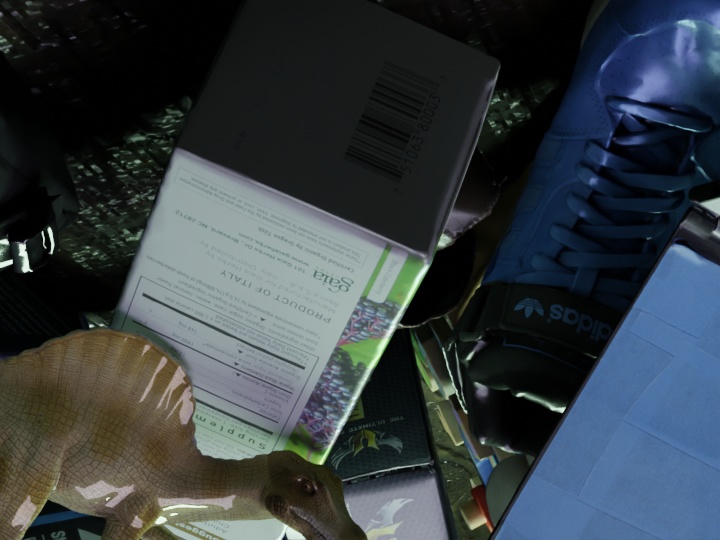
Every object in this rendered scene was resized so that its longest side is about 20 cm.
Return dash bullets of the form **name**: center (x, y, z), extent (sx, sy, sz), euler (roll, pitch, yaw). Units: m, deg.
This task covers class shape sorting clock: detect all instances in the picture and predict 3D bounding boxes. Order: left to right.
- **shape sorting clock**: center (0.062, 0.098, 1.118), extent (0.039, 0.201, 0.200), euler (-25, 166, -6)

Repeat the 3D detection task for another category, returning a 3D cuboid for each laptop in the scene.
- **laptop**: center (0.178, 0.055, 0.815), extent (0.187, 0.117, 0.199), euler (27, 152, -36)

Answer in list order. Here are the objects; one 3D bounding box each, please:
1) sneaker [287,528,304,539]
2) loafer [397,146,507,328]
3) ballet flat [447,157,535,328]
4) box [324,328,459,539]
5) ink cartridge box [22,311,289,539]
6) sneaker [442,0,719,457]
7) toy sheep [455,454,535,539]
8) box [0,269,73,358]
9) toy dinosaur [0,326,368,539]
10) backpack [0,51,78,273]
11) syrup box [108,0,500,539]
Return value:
- **sneaker**: center (-0.034, 0.083, 1.215), extent (0.129, 0.080, 0.199), euler (-5, 163, -34)
- **loafer**: center (0.000, 0.000, 0.906), extent (0.073, 0.071, 0.200), euler (-55, 177, -20)
- **ballet flat**: center (0.088, -0.020, 0.976), extent (0.068, 0.063, 0.200), euler (-6, 163, -27)
- **box**: center (0.016, 0.114, 1.044), extent (0.051, 0.158, 0.201), euler (-12, 121, 2)
- **ink cartridge box**: center (-0.126, 0.094, 0.980), extent (0.199, 0.198, 0.044), euler (-9, 128, -17)
- **sneaker**: center (0.083, -0.011, 0.839), extent (0.076, 0.112, 0.200), euler (21, 144, -6)
- **toy sheep**: center (0.121, 0.085, 0.939), extent (0.200, 0.138, 0.138), euler (-38, 160, 9)
- **box**: center (-0.206, 0.060, 0.807), extent (0.199, 0.104, 0.149), euler (1, 119, -47)
- **toy dinosaur**: center (-0.099, 0.055, 0.780), extent (0.199, 0.058, 0.101), euler (23, 115, -20)
- **backpack**: center (-0.192, -0.021, 0.619), extent (0.200, 0.154, 0.163), euler (-36, 165, 3)
- **syrup box**: center (-0.030, 0.006, 0.802), extent (0.081, 0.079, 0.200), euler (23, 144, -1)
